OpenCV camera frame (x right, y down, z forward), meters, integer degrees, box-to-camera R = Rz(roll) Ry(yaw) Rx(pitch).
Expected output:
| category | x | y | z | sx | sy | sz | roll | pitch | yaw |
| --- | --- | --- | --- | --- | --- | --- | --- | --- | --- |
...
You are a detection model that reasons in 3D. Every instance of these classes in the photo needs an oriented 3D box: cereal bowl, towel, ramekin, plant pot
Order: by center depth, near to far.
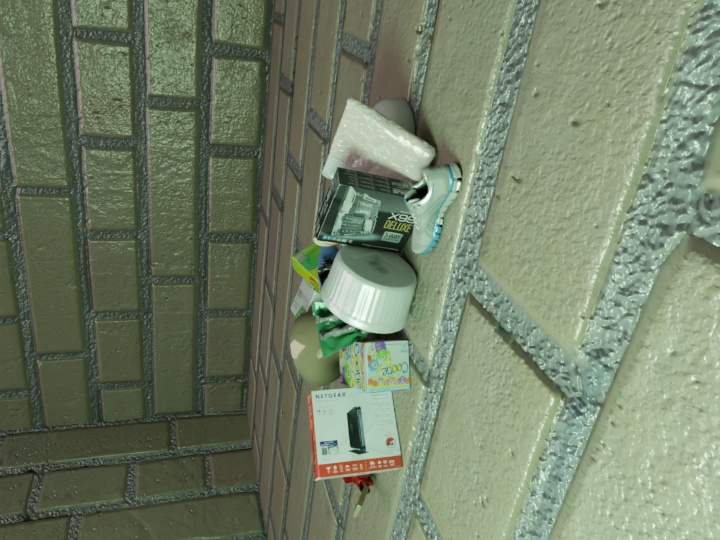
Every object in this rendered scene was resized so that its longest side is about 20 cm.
| category | x | y | z | sx | sy | sz | roll | pitch | yaw |
| --- | --- | --- | --- | --- | --- | --- | --- | --- | --- |
| towel | 0.030 | -0.221 | 1.110 | 0.193 | 0.196 | 0.033 | -59 | 1 | 45 |
| ramekin | 0.022 | 0.029 | 1.136 | 0.202 | 0.194 | 0.100 | -118 | 41 | -53 |
| cereal bowl | 0.047 | -0.279 | 1.224 | 0.199 | 0.080 | 0.208 | -179 | 90 | -72 |
| plant pot | -0.077 | 0.195 | 1.480 | 0.132 | 0.198 | 0.207 | -21 | 65 | 32 |

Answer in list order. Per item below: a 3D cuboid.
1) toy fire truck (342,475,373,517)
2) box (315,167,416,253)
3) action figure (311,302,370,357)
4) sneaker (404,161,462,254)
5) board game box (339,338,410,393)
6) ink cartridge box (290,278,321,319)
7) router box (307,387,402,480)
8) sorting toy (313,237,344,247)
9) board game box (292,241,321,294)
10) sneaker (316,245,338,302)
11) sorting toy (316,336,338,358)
| category | x | y | z | sx | sy | sz | roll | pitch | yaw |
| --- | --- | --- | --- | --- | --- | --- | --- | --- | --- |
| toy fire truck | -0.002 | 0.473 | 1.338 | 0.200 | 0.125 | 0.181 | 43 | 130 | 50 |
| box | 0.022 | -0.116 | 1.106 | 0.159 | 0.194 | 0.051 | 120 | 150 | -46 |
| action figure | 0.000 | 0.104 | 1.189 | 0.055 | 0.193 | 0.122 | 132 | 124 | -72 |
| sneaker | 0.114 | -0.115 | 1.021 | 0.076 | 0.084 | 0.204 | -112 | 27 | -43 |
| board game box | 0.027 | 0.211 | 1.249 | 0.199 | 0.101 | 0.107 | 165 | 104 | -70 |
| ink cartridge box | -0.122 | 0.058 | 1.633 | 0.205 | 0.082 | 0.146 | -66 | 24 | 7 |
| router box | -0.015 | 0.360 | 1.230 | 0.049 | 0.193 | 0.185 | 125 | 140 | -59 |
| sorting toy | -0.034 | -0.129 | 1.270 | 0.180 | 0.104 | 0.206 | 154 | 139 | -76 |
| board game box | -0.072 | 0.010 | 1.379 | 0.199 | 0.101 | 0.048 | 40 | 151 | 27 |
| sneaker | -0.064 | 0.007 | 1.292 | 0.091 | 0.076 | 0.204 | 88 | 174 | -50 |
| sorting toy | -0.025 | 0.116 | 1.316 | 0.037 | 0.200 | 0.185 | 45 | 153 | 2 |
